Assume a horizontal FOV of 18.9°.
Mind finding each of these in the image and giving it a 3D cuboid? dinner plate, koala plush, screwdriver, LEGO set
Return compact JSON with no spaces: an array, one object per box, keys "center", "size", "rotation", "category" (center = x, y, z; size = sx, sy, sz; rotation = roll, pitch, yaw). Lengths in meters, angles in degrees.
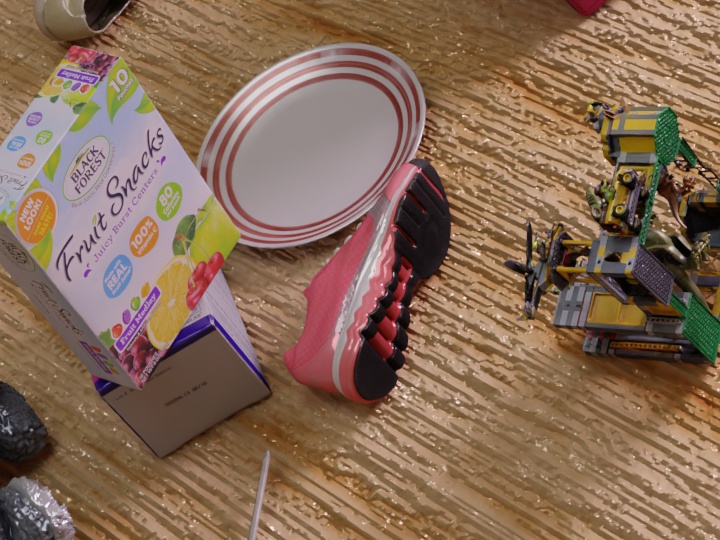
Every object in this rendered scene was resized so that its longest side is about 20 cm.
[{"center":[-0.038,-0.095,1.707],"size":[0.199,0.024,0.201],"rotation":[-16,49,19],"category":"dinner plate"},{"center":[-0.305,0.172,1.560],"size":[0.177,0.184,0.200],"rotation":[-37,58,-1],"category":"koala plush"},{"center":[-0.076,0.213,1.484],"size":[0.029,0.028,0.201],"rotation":[14,57,2],"category":"screwdriver"},{"center":[0.167,-0.022,1.432],"size":[0.115,0.200,0.155],"rotation":[3,77,33],"category":"LEGO set"}]

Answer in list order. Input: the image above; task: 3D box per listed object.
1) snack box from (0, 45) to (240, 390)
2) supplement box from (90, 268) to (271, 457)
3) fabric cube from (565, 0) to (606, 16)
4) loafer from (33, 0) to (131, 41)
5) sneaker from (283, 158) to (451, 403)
[{"center":[-0.172,-0.032,1.470],"size":[0.053,0.200,0.143],"rotation":[14,61,34],"category":"snack box"},{"center":[-0.156,0.023,1.626],"size":[0.101,0.103,0.201],"rotation":[-30,48,6],"category":"supplement box"},{"center":[0.145,-0.358,1.661],"size":[0.196,0.199,0.200],"rotation":[-45,45,9],"category":"fabric cube"},{"center":[-0.207,-0.281,1.919],"size":[0.068,0.076,0.201],"rotation":[26,80,39],"category":"loafer"},{"center":[0.000,0.000,1.576],"size":[0.086,0.074,0.201],"rotation":[3,57,33],"category":"sneaker"}]
